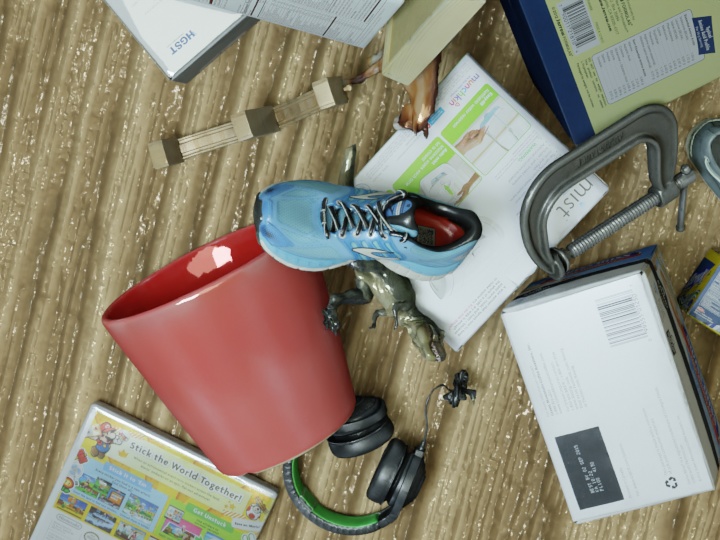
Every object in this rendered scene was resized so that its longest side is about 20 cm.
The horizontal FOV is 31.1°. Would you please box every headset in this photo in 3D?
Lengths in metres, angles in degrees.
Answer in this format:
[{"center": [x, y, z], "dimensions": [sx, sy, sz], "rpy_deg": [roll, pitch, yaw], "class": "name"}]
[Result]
[{"center": [0.020, 0.164, 1.222], "dimensions": [0.200, 0.094, 0.124], "rpy_deg": [-37, 97, 21], "class": "headset"}]

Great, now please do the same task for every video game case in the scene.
[{"center": [-0.205, 0.250, 1.255], "dimensions": [0.199, 0.023, 0.183], "rpy_deg": [26, 97, 1], "class": "video game case"}]

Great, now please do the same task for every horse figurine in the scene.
[{"center": [0.056, -0.214, 1.138], "dimensions": [0.050, 0.132, 0.200], "rpy_deg": [37, 80, -32], "class": "horse figurine"}]

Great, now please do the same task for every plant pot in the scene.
[{"center": [-0.103, 0.072, 1.159], "dimensions": [0.200, 0.200, 0.178], "rpy_deg": [-24, 104, 5], "class": "plant pot"}]

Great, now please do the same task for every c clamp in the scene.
[{"center": [0.217, -0.055, 1.111], "dimensions": [0.200, 0.027, 0.171], "rpy_deg": [-27, 137, -21], "class": "c clamp"}]

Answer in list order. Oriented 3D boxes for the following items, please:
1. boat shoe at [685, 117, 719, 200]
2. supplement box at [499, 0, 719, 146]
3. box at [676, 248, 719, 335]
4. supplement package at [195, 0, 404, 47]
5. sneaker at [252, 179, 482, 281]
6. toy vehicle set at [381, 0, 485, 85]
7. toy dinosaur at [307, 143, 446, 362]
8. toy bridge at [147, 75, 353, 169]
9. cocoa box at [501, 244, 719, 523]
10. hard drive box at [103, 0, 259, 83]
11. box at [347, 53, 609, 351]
[{"center": [0.374, -0.057, 1.173], "dimensions": [0.073, 0.062, 0.200], "rpy_deg": [-43, 92, 6], "class": "boat shoe"}, {"center": [0.221, -0.252, 1.087], "dimensions": [0.199, 0.134, 0.200], "rpy_deg": [-25, 125, 5], "class": "supplement box"}, {"center": [0.391, 0.061, 1.180], "dimensions": [0.200, 0.070, 0.064], "rpy_deg": [33, 98, -1], "class": "box"}, {"center": [-0.055, -0.314, 1.061], "dimensions": [0.199, 0.147, 0.192], "rpy_deg": [13, 81, -11], "class": "supplement package"}, {"center": [0.010, -0.044, 1.052], "dimensions": [0.199, 0.090, 0.079], "rpy_deg": [4, 73, -24], "class": "sneaker"}, {"center": [0.065, -0.267, 1.064], "dimensions": [0.026, 0.124, 0.201], "rpy_deg": [18, 60, -21], "class": "toy vehicle set"}, {"center": [0.000, 0.000, 1.110], "dimensions": [0.088, 0.047, 0.201], "rpy_deg": [-26, 90, -23], "class": "toy dinosaur"}, {"center": [-0.094, -0.135, 1.183], "dimensions": [0.199, 0.067, 0.027], "rpy_deg": [-17, 94, 23], "class": "toy bridge"}, {"center": [0.227, 0.097, 1.150], "dimensions": [0.133, 0.131, 0.201], "rpy_deg": [-18, 95, 22], "class": "cocoa box"}, {"center": [-0.171, -0.295, 1.170], "dimensions": [0.156, 0.077, 0.200], "rpy_deg": [-39, 93, 6], "class": "hard drive box"}, {"center": [0.091, -0.061, 1.171], "dimensions": [0.176, 0.097, 0.200], "rpy_deg": [42, 96, -2], "class": "box"}]
